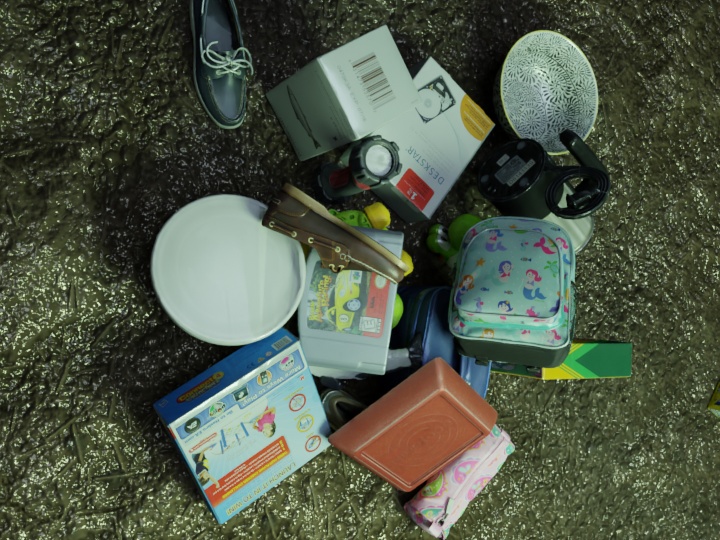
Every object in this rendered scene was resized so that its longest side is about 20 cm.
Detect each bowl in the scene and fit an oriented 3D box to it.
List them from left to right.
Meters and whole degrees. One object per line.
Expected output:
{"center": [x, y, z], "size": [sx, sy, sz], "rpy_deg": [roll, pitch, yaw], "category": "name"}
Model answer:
{"center": [0.289, -0.286, 1.283], "size": [0.200, 0.094, 0.202], "rpy_deg": [1, 88, -25], "category": "bowl"}

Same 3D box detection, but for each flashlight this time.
{"center": [-0.015, -0.138, 1.075], "size": [0.068, 0.200, 0.068], "rpy_deg": [17, 82, -24], "category": "flashlight"}

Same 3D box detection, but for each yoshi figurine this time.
{"center": [0.203, -0.025, 1.211], "size": [0.200, 0.112, 0.112], "rpy_deg": [25, 106, -15], "category": "yoshi figurine"}

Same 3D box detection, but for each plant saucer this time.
{"center": [0.086, 0.236, 1.107], "size": [0.199, 0.037, 0.200], "rpy_deg": [-38, 133, 9], "category": "plant saucer"}

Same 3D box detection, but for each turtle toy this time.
{"center": [0.000, 0.000, 1.129], "size": [0.145, 0.101, 0.200], "rpy_deg": [-27, 96, -1], "category": "turtle toy"}

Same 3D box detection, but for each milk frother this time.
{"center": [0.311, -0.094, 1.193], "size": [0.188, 0.180, 0.200], "rpy_deg": [39, 30, -39], "category": "milk frother"}

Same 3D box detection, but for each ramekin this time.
{"center": [-0.180, 0.005, 1.034], "size": [0.202, 0.094, 0.203], "rpy_deg": [4, 77, -18], "category": "ramekin"}

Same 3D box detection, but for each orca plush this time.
{"center": [-0.008, 0.109, 1.129], "size": [0.199, 0.071, 0.106], "rpy_deg": [-12, 110, 10], "category": "orca plush"}

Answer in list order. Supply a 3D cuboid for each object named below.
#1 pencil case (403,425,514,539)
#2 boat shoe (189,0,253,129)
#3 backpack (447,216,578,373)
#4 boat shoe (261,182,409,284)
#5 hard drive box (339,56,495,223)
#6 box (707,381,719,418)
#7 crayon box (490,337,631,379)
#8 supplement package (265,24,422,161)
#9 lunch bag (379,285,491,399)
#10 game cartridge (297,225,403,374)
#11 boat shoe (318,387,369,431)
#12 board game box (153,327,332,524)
{"center": [0.157, 0.327, 1.211], "size": [0.200, 0.087, 0.087], "rpy_deg": [-46, 107, -20], "category": "pencil case"}
{"center": [-0.191, -0.301, 1.070], "size": [0.075, 0.062, 0.201], "rpy_deg": [-5, 91, -28], "category": "boat shoe"}
{"center": [0.213, 0.019, 1.072], "size": [0.151, 0.177, 0.201], "rpy_deg": [70, 30, -55], "category": "backpack"}
{"center": [-0.034, -0.033, 1.005], "size": [0.200, 0.070, 0.070], "rpy_deg": [32, 84, 4], "category": "boat shoe"}
{"center": [0.090, -0.200, 1.196], "size": [0.156, 0.077, 0.200], "rpy_deg": [40, 73, -19], "category": "hard drive box"}
{"center": [0.782, 0.301, 1.520], "size": [0.200, 0.070, 0.064], "rpy_deg": [37, 76, -20], "category": "box"}
{"center": [0.291, 0.134, 1.215], "size": [0.172, 0.200, 0.059], "rpy_deg": [4, 86, -26], "category": "crayon box"}
{"center": [-0.028, -0.240, 1.071], "size": [0.117, 0.200, 0.117], "rpy_deg": [-33, 102, -23], "category": "supplement package"}
{"center": [0.121, 0.123, 1.171], "size": [0.135, 0.132, 0.201], "rpy_deg": [11, 84, -25], "category": "lunch bag"}
{"center": [-0.018, 0.038, 1.061], "size": [0.133, 0.041, 0.201], "rpy_deg": [7, 93, 0], "category": "game cartridge"}
{"center": [0.022, 0.245, 1.151], "size": [0.200, 0.076, 0.072], "rpy_deg": [33, 75, -22], "category": "boat shoe"}
{"center": [-0.149, 0.208, 1.040], "size": [0.200, 0.056, 0.196], "rpy_deg": [-32, 127, -23], "category": "board game box"}
